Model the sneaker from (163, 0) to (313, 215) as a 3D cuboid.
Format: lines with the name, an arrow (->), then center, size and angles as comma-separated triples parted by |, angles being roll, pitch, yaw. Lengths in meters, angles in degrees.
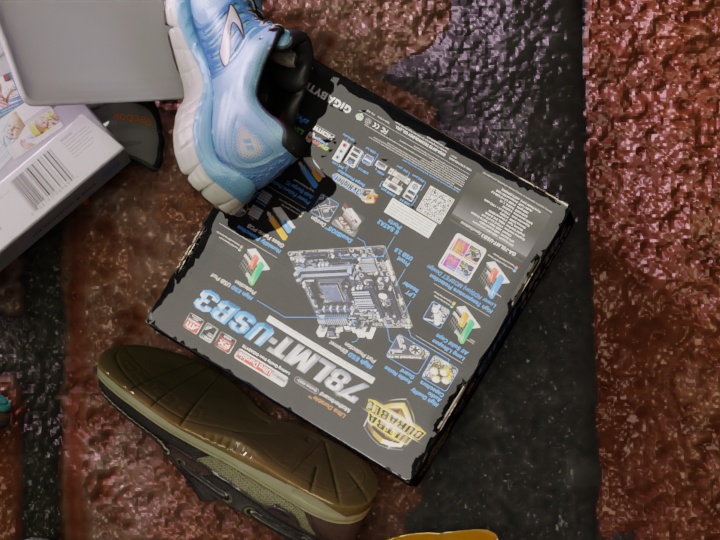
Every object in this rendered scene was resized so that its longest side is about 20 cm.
sneaker -> -0.064, -0.131, 1.581 | 0.090, 0.078, 0.201 | -24, 54, 25

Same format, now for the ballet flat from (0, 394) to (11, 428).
ballet flat -> -0.309, 0.065, 1.625 | 0.199, 0.068, 0.069 | 33, 97, 22

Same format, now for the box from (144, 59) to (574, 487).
box -> 0.000, 0.000, 1.595 | 0.199, 0.050, 0.199 | 30, 87, 11

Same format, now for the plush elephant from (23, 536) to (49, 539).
plush elephant -> -0.165, 0.256, 1.524 | 0.164, 0.155, 0.201 | 14, 83, 10

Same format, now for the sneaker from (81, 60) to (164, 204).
sneaker -> -0.219, -0.068, 1.626 | 0.199, 0.074, 0.080 | -19, 84, 5

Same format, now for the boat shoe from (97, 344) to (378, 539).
boat shoe -> -0.083, 0.115, 1.580 | 0.200, 0.072, 0.066 | 27, 121, 19

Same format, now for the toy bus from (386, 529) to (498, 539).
toy bus -> 0.048, 0.277, 1.504 | 0.135, 0.200, 0.193 | -13, 118, 7

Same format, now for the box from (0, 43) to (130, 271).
box -> -0.264, -0.095, 1.575 | 0.156, 0.041, 0.200 | -41, 81, -6

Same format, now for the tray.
tray -> -0.160, -0.149, 1.582 | 0.022, 0.199, 0.108 | -30, 76, 35
